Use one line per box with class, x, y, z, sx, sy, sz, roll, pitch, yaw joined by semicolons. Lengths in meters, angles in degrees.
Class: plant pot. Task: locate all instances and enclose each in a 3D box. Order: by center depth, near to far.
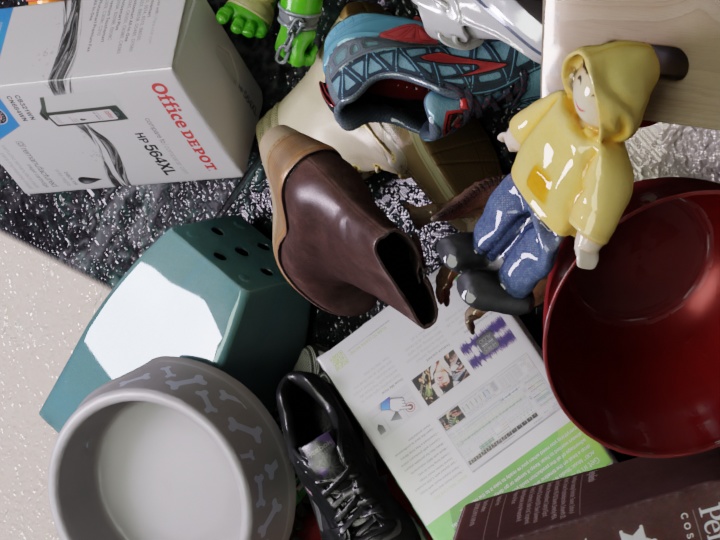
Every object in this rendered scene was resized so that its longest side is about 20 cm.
plant pot;-0.133;0.064;1.859;0.141;0.141;0.200;38;118;24

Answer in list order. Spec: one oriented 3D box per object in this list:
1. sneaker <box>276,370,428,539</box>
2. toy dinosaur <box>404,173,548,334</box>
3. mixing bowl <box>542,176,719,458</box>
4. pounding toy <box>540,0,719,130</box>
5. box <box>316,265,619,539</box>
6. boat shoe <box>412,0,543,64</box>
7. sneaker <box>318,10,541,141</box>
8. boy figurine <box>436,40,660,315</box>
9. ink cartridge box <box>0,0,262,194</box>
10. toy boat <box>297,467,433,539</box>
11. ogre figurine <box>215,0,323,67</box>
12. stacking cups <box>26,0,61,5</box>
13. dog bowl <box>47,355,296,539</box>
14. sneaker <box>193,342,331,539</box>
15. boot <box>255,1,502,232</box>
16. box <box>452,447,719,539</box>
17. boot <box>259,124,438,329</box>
sneaker;-0.016;0.163;1.710;0.076;0.088;0.200;-32;57;6
toy dinosaur;0.118;-0.025;1.622;0.135;0.200;0.086;-26;50;17
mixing bowl;0.204;0.013;1.562;0.108;0.200;0.201;-114;34;-59
pounding toy;0.231;-0.131;1.480;0.200;0.184;0.143;12;109;36
box;0.078;0.105;1.713;0.144;0.036;0.200;-36;70;9
boat shoe;0.072;-0.183;1.591;0.200;0.073;0.065;44;113;40
sneaker;0.070;-0.123;1.631;0.199;0.096;0.079;1;139;8
boy figurine;0.125;-0.058;1.446;0.200;0.064;0.125;-58;42;39
ink cartridge box;-0.197;-0.137;1.808;0.199;0.146;0.084;-4;56;23
toy boat;0.013;0.225;1.786;0.200;0.131;0.131;-25;87;40
ogre figurine;-0.072;-0.262;1.748;0.200;0.098;0.120;-102;30;-44
stacking cups;-0.245;-0.169;1.938;0.060;0.060;0.201;4;101;38
dog bowl;-0.150;0.168;1.773;0.200;0.059;0.201;6;105;22
sneaker;-0.070;0.148;1.822;0.200;0.085;0.078;-66;15;-5
boot;0.011;-0.079;1.743;0.200;0.073;0.155;55;128;16
box;0.178;0.227;1.582;0.200;0.164;0.166;-17;94;9
boot;0.000;0.000;1.648;0.166;0.072;0.200;45;166;42
